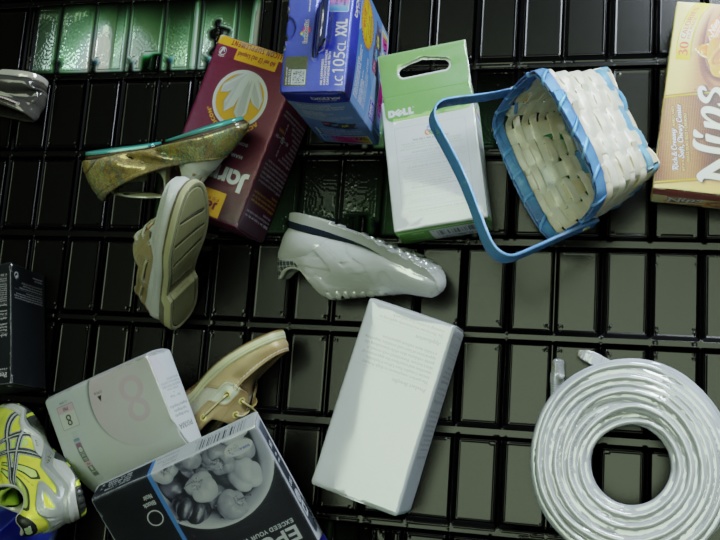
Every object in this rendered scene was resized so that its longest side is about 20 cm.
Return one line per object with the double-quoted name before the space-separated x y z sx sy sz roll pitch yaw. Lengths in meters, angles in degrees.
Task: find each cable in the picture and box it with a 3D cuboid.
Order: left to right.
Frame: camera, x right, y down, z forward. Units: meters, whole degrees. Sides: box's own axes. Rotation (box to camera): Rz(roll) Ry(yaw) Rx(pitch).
"cable" 0.265 0.187 0.960 0.197 0.069 0.203 11 82 17

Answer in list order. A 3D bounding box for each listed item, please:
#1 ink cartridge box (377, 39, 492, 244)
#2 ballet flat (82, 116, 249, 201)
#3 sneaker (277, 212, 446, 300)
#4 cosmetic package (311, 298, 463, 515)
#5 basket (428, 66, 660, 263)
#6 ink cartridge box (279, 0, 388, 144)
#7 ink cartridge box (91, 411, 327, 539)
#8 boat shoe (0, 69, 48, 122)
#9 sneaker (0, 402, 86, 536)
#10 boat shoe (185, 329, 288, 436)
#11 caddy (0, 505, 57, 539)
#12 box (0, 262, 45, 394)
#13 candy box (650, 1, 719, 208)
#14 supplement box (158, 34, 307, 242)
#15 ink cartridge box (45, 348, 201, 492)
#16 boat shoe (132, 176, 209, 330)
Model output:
"ink cartridge box" 0.081 -0.139 1.076 0.102 0.059 0.204 -8 77 13
"ballet flat" -0.205 -0.115 1.061 0.197 0.071 0.072 -11 77 14
"sneaker" 0.000 0.000 1.072 0.198 0.076 0.082 20 93 25
"cosmetic package" 0.031 0.142 1.031 0.100 0.074 0.203 17 86 18
"basket" 0.183 -0.109 0.987 0.197 0.139 0.179 -14 73 -24
"ink cartridge box" -0.028 -0.230 1.049 0.075 0.200 0.139 3 80 15
"ink cartridge box" -0.147 0.274 1.020 0.196 0.043 0.202 -25 105 9
"boat shoe" -0.490 -0.220 1.241 0.196 0.067 0.058 3 75 12
"sneaker" -0.381 0.216 1.094 0.199 0.076 0.076 31 133 41
"boat shoe" -0.147 0.143 1.081 0.199 0.074 0.067 -40 77 16
"caddy" -0.413 0.316 1.053 0.139 0.200 0.107 11 115 17
"box" -0.483 0.080 1.175 0.196 0.079 0.144 -8 75 13
"candy box" 0.368 -0.168 1.007 0.113 0.055 0.204 7 82 16
"supplement box" -0.136 -0.148 1.122 0.109 0.086 0.203 19 85 17
"ink cartridge box" -0.241 0.204 1.061 0.161 0.057 0.203 -23 83 26
"boat shoe" -0.216 -0.023 1.077 0.068 0.075 0.202 29 130 15
